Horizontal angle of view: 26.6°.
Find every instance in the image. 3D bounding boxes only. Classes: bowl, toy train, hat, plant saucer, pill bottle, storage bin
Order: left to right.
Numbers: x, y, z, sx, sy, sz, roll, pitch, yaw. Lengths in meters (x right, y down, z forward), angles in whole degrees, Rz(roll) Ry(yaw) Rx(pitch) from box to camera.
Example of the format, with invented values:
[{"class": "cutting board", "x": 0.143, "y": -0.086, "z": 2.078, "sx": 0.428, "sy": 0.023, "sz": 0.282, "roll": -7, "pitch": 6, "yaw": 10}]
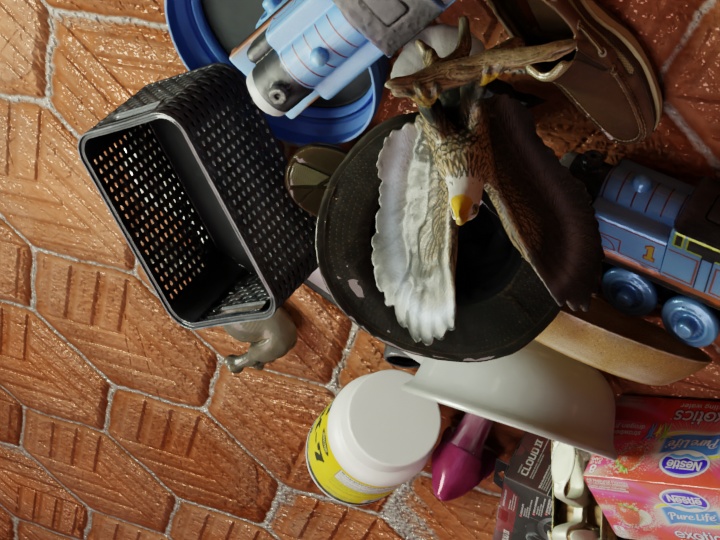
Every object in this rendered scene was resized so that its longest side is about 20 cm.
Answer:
[{"class": "storage bin", "x": -0.133, "y": -0.061, "z": 1.309, "sx": 0.134, "sy": 0.094, "sz": 0.201, "roll": -9, "pitch": 117, "yaw": 41}, {"class": "bowl", "x": -0.067, "y": -0.189, "z": 1.249, "sx": 0.199, "sy": 0.040, "sz": 0.201, "roll": 23, "pitch": 146, "yaw": 16}, {"class": "toy train", "x": -0.011, "y": -0.186, "z": 1.097, "sx": 0.199, "sy": 0.115, "sz": 0.087, "roll": -36, "pitch": 110, "yaw": 28}, {"class": "pill bottle", "x": 0.013, "y": 0.169, "z": 1.551, "sx": 0.114, "sy": 0.115, "sz": 0.200, "roll": 33, "pitch": 159, "yaw": -1}, {"class": "hat", "x": 0.066, "y": -0.027, "z": 1.153, "sx": 0.200, "sy": 0.201, "sz": 0.081, "roll": 35, "pitch": -173, "yaw": -4}, {"class": "bowl", "x": 0.143, "y": 0.094, "z": 1.337, "sx": 0.199, "sy": 0.091, "sz": 0.201, "roll": 19, "pitch": 176, "yaw": 1}, {"class": "plant saucer", "x": 0.186, "y": 0.048, "z": 1.234, "sx": 0.199, "sy": 0.036, "sz": 0.200, "roll": 21, "pitch": -172, "yaw": -3}, {"class": "toy train", "x": 0.223, "y": -0.025, "z": 1.166, "sx": 0.199, "sy": 0.087, "sz": 0.115, "roll": 25, "pitch": 139, "yaw": 19}]

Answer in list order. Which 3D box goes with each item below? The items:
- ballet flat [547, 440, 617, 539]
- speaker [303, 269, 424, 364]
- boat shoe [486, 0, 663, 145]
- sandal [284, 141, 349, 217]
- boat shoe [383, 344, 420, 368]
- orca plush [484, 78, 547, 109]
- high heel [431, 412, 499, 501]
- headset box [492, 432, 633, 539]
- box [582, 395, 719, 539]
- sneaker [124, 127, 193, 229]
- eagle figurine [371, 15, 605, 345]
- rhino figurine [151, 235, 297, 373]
[{"class": "ballet flat", "x": 0.203, "y": 0.224, "z": 1.428, "sx": 0.070, "sy": 0.202, "sz": 0.071, "roll": 2, "pitch": 177, "yaw": 0}, {"class": "speaker", "x": 0.000, "y": 0.000, "z": 1.404, "sx": 0.199, "sy": 0.082, "sz": 0.081, "roll": 34, "pitch": 148, "yaw": -3}, {"class": "boat shoe", "x": 0.142, "y": -0.157, "z": 1.077, "sx": 0.074, "sy": 0.075, "sz": 0.203, "roll": -11, "pitch": 128, "yaw": 47}, {"class": "sandal", "x": 0.013, "y": -0.052, "z": 1.327, "sx": 0.199, "sy": 0.082, "sz": 0.055, "roll": 29, "pitch": -168, "yaw": -27}, {"class": "boat shoe", "x": 0.110, "y": 0.112, "z": 1.472, "sx": 0.199, "sy": 0.063, "sz": 0.073, "roll": 34, "pitch": 148, "yaw": -1}, {"class": "orca plush", "x": 0.060, "y": -0.125, "z": 1.194, "sx": 0.200, "sy": 0.104, "sz": 0.072, "roll": 141, "pitch": 110, "yaw": -70}, {"class": "high heel", "x": 0.099, "y": 0.209, "z": 1.553, "sx": 0.067, "sy": 0.096, "sz": 0.200, "roll": 28, "pitch": 163, "yaw": 6}, {"class": "headset box", "x": 0.224, "y": 0.248, "z": 1.541, "sx": 0.199, "sy": 0.077, "sz": 0.149, "roll": 23, "pitch": 146, "yaw": 16}, {"class": "box", "x": 0.314, "y": 0.183, "z": 1.356, "sx": 0.199, "sy": 0.100, "sz": 0.096, "roll": 1, "pitch": 136, "yaw": 41}, {"class": "sneaker", "x": -0.143, "y": -0.073, "z": 1.455, "sx": 0.080, "sy": 0.074, "sz": 0.200, "roll": -24, "pitch": 123, "yaw": 36}, {"class": "eagle figurine", "x": 0.077, "y": -0.062, "z": 1.060, "sx": 0.151, "sy": 0.151, "sz": 0.201, "roll": 18, "pitch": 139, "yaw": 36}, {"class": "rhino figurine", "x": -0.145, "y": 0.026, "z": 1.578, "sx": 0.087, "sy": 0.060, "sz": 0.200, "roll": -30, "pitch": 113, "yaw": 34}]
